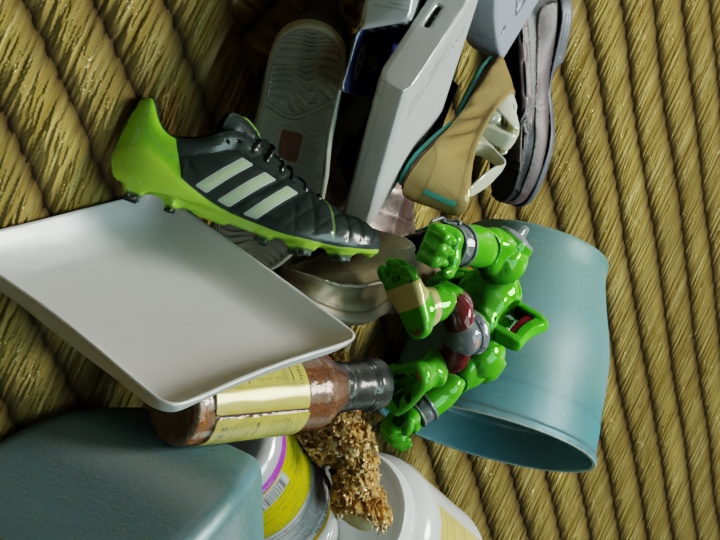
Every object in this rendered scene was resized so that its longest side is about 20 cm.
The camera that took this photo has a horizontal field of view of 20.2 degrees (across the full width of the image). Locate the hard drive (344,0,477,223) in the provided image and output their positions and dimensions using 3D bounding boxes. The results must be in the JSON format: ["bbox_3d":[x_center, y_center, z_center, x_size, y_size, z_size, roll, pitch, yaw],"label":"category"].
[{"bbox_3d":[0.039,-0.131,1.485,0.132,0.027,0.200,-58,173,-26],"label":"hard drive"}]

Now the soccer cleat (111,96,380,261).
[{"bbox_3d":[-0.073,-0.062,1.404,0.068,0.200,0.081,-173,-79,-76],"label":"soccer cleat"}]

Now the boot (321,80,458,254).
[{"bbox_3d":[0.050,-0.082,1.690,0.186,0.064,0.200,7,101,-60],"label":"boot"}]

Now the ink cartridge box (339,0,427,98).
[{"bbox_3d":[0.039,-0.221,1.474,0.200,0.041,0.200,-21,123,-80],"label":"ink cartridge box"}]

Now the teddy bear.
[{"bbox_3d":[-0.016,0.116,1.609,0.067,0.200,0.145,-21,172,5],"label":"teddy bear"}]

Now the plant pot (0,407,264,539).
[{"bbox_3d":[-0.170,0.209,1.431,0.200,0.196,0.197,-43,144,-43],"label":"plant pot"}]

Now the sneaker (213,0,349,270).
[{"bbox_3d":[-0.048,-0.098,1.483,0.106,0.075,0.200,-71,-178,-68],"label":"sneaker"}]

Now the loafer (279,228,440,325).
[{"bbox_3d":[0.000,0.000,1.581,0.200,0.076,0.068,-6,108,-57],"label":"loafer"}]

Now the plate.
[{"bbox_3d":[-0.134,0.023,1.336,0.199,0.200,0.032,-18,136,-52],"label":"plate"}]

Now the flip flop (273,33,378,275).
[{"bbox_3d":[-0.022,-0.086,1.567,0.081,0.058,0.200,21,96,-60],"label":"flip flop"}]

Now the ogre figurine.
[{"bbox_3d":[0.075,0.041,1.559,0.120,0.098,0.200,-19,114,-38],"label":"ogre figurine"}]

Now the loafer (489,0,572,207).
[{"bbox_3d":[0.133,-0.155,1.770,0.063,0.072,0.200,-1,107,-36],"label":"loafer"}]

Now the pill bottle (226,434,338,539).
[{"bbox_3d":[-0.083,0.176,1.617,0.104,0.104,0.200,-56,149,-15],"label":"pill bottle"}]

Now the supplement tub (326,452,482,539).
[{"bbox_3d":[0.017,0.244,1.783,0.146,0.145,0.200,-60,149,-10],"label":"supplement tub"}]

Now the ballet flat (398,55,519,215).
[{"bbox_3d":[0.092,-0.103,1.613,0.200,0.063,0.069,-54,172,-47],"label":"ballet flat"}]

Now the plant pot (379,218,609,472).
[{"bbox_3d":[0.136,0.061,1.809,0.200,0.200,0.188,40,62,-59],"label":"plant pot"}]

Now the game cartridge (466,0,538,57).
[{"bbox_3d":[0.122,-0.268,1.626,0.200,0.041,0.133,86,27,-57],"label":"game cartridge"}]

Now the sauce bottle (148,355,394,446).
[{"bbox_3d":[-0.060,0.091,1.473,0.200,0.066,0.066,0,112,-44],"label":"sauce bottle"}]

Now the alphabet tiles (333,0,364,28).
[{"bbox_3d":[0.001,-0.278,1.517,0.200,0.006,0.167,27,88,-60],"label":"alphabet tiles"}]
